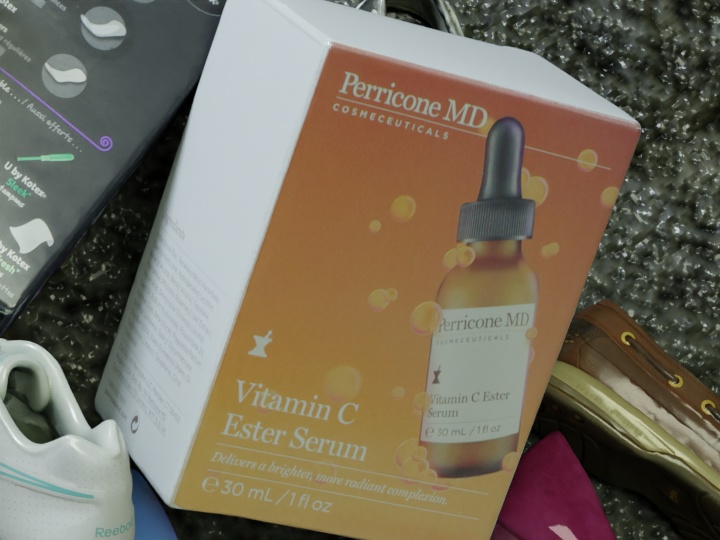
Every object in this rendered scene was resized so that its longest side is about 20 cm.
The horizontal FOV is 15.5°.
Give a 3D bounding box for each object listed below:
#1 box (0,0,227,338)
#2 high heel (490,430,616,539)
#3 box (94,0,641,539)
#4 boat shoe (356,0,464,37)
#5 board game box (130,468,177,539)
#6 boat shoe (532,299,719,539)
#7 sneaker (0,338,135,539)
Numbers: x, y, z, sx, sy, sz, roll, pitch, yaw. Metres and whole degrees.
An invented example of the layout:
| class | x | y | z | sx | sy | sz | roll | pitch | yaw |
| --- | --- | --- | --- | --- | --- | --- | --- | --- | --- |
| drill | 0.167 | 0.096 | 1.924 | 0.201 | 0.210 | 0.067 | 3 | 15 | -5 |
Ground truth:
| class | x | y | z | sx | sy | sz | roll | pitch | yaw |
| --- | --- | --- | --- | --- | --- | --- | --- | --- | --- |
| box | -0.141 | -0.071 | 1.129 | 0.106 | 0.122 | 0.200 | 38 | 67 | -5 |
| high heel | 0.141 | 0.157 | 1.169 | 0.200 | 0.067 | 0.096 | 32 | 78 | -1 |
| box | 0.000 | 0.000 | 1.094 | 0.152 | 0.106 | 0.201 | 12 | 105 | -27 |
| boat shoe | 0.032 | -0.037 | 1.202 | 0.070 | 0.064 | 0.201 | -11 | 77 | -19 |
| board game box | -0.171 | 0.140 | 1.099 | 0.199 | 0.039 | 0.158 | 19 | 55 | -8 |
| boat shoe | 0.168 | 0.088 | 1.200 | 0.200 | 0.072 | 0.068 | 36 | 69 | -1 |
| sneaker | -0.155 | 0.055 | 1.056 | 0.200 | 0.081 | 0.070 | 31 | 33 | 33 |
